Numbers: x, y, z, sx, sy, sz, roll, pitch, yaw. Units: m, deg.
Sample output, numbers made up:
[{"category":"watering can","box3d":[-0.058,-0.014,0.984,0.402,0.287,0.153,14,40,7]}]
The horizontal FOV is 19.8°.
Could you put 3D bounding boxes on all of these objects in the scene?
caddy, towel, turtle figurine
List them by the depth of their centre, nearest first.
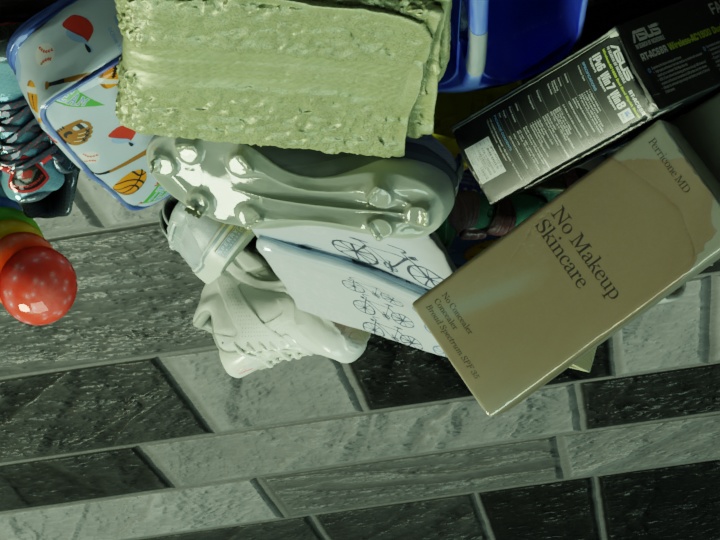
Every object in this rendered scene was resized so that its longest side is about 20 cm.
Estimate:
[{"category":"towel","box3d":[-0.047,-0.126,1.223,0.199,0.037,0.149,3,144,-5]},{"category":"caddy","box3d":[0.067,-0.174,1.261,0.140,0.106,0.200,-5,159,-1]},{"category":"turtle figurine","box3d":[0.137,-0.025,1.454,0.199,0.101,0.150,6,161,-15]}]

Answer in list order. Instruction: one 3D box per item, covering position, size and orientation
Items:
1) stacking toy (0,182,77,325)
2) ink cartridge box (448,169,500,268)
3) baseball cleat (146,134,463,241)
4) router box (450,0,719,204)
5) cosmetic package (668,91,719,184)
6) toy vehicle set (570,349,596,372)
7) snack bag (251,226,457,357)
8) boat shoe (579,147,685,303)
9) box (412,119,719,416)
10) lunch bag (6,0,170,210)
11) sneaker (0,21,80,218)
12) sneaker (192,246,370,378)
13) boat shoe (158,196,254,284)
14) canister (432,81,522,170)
[{"category":"stacking toy","box3d":[-0.256,-0.010,1.476,0.085,0.086,0.200,8,-164,-31]},{"category":"ink cartridge box","box3d":[0.073,-0.051,1.622,0.136,0.077,0.200,9,152,-34]},{"category":"baseball cleat","box3d":[-0.033,-0.069,1.329,0.199,0.107,0.070,14,127,7]},{"category":"router box","box3d":[0.176,-0.121,1.368,0.150,0.062,0.200,-30,177,41]},{"category":"cosmetic package","box3d":[0.272,-0.097,1.354,0.200,0.073,0.103,-31,177,43]},{"category":"toy vehicle set","box3d":[0.067,0.031,1.569,0.199,0.027,0.124,13,172,39]},{"category":"snack bag","box3d":[0.000,0.000,1.456,0.188,0.021,0.200,19,158,27]},{"category":"boat shoe","box3d":[0.187,-0.052,1.526,0.086,0.075,0.203,3,130,50]},{"category":"box","box3d":[0.143,-0.002,1.323,0.200,0.095,0.078,-38,172,13]},{"category":"lunch bag","box3d":[-0.126,-0.127,1.338,0.160,0.076,0.200,-34,156,3]},{"category":"sneaker","box3d":[-0.219,-0.097,1.394,0.079,0.096,0.200,-7,159,2]},{"category":"sneaker","box3d":[-0.067,0.050,1.677,0.078,0.100,0.200,29,179,-37]},{"category":"boat shoe","box3d":[-0.119,-0.038,1.605,0.071,0.070,0.201,41,175,-3]},{"category":"canister","box3d":[-0.001,-0.095,1.474,0.148,0.087,0.200,11,154,-38]}]
